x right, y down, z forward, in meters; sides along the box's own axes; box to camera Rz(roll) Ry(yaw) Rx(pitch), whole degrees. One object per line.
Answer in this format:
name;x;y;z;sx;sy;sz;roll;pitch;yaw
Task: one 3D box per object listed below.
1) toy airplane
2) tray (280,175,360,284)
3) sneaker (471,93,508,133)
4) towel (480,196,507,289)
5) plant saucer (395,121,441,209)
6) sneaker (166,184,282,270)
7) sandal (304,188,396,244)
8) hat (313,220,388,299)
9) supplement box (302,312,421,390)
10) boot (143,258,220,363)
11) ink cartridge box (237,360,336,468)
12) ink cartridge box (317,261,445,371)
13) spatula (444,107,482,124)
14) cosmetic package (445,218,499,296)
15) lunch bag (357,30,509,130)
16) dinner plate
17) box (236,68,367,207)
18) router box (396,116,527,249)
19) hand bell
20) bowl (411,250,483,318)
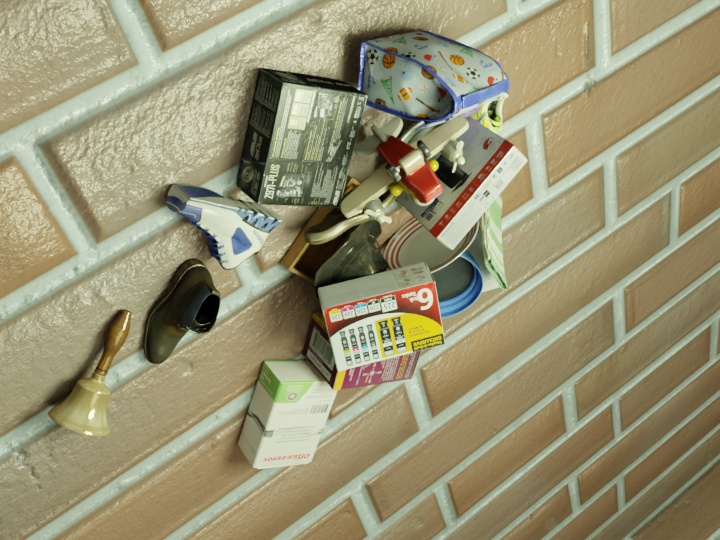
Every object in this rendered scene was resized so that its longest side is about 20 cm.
toy airplane;0.077;-0.169;1.299;0.141;0.199;0.200;53;45;-33
tray;-0.051;-0.072;1.420;0.098;0.037;0.201;31;97;-44
sneaker;0.227;-0.269;1.478;0.075;0.076;0.201;-14;125;-32
towel;0.262;-0.081;1.511;0.023;0.202;0.153;-9;157;20
plant saucer;0.131;-0.207;1.453;0.199;0.050;0.201;-14;125;-20
sneaker;-0.228;-0.061;1.262;0.199;0.080;0.116;14;106;-43
sandal;-0.016;-0.111;1.356;0.199;0.080;0.054;-29;110;-14
hat;0.000;0.000;1.416;0.201;0.081;0.201;-45;165;-15
supplement box;0.005;0.152;1.539;0.199;0.131;0.104;-2;118;-35
boot;-0.300;0.088;1.289;0.074;0.097;0.201;15;107;-41
ink cartridge box;-0.144;0.285;1.540;0.145;0.084;0.201;5;113;-38
ink cartridge box;0.042;0.100;1.365;0.198;0.084;0.177;-14;118;-2
spatula;0.133;-0.223;1.364;0.200;0.021;0.056;-45;171;24
cosmetic package;0.220;-0.042;1.585;0.112;0.082;0.200;-20;135;14
lunch bag;0.120;-0.308;1.260;0.170;0.199;0.125;-31;136;-43
dinner plate;0.135;-0.051;1.458;0.200;0.200;0.024;-41;122;-8
box;-0.097;-0.212;1.260;0.163;0.086;0.201;-2;118;-36
router box;0.167;-0.162;1.353;0.049;0.180;0.200;33;100;-39
hand bell;-0.424;0.159;1.265;0.104;0.104;0.201;23;90;-43
bowl;0.148;0.020;1.561;0.199;0.040;0.201;-1;137;-1
